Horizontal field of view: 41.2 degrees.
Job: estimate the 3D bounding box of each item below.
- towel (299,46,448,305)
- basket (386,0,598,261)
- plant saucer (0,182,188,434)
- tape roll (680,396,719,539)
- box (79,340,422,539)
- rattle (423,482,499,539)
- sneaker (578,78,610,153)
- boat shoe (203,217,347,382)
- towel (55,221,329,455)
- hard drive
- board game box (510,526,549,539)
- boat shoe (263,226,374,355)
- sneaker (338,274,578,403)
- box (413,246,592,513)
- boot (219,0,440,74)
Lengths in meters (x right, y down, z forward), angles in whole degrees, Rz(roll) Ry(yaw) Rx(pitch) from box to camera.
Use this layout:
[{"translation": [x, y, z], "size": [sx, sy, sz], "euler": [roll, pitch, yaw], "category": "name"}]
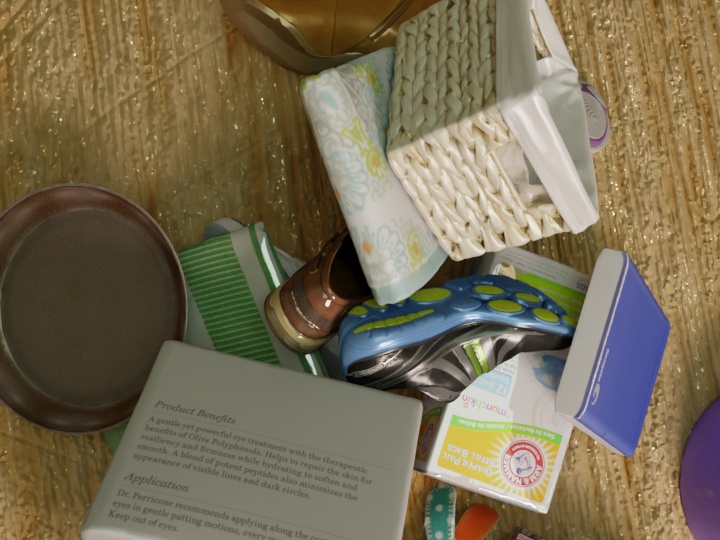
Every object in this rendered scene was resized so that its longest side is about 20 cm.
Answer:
[{"translation": [0.022, -0.083, 0.754], "size": [0.048, 0.200, 0.173], "euler": [-19, 101, 22], "category": "towel"}, {"translation": [0.100, -0.124, 0.745], "size": [0.122, 0.201, 0.136], "euler": [-20, 129, 22], "category": "basket"}, {"translation": [-0.228, 0.030, 0.780], "size": [0.198, 0.032, 0.203], "euler": [0, 91, 12], "category": "plant saucer"}, {"translation": [0.401, 0.198, 0.869], "size": [0.198, 0.085, 0.202], "euler": [1, 83, -10], "category": "tape roll"}, {"translation": [-0.075, 0.192, 0.692], "size": [0.197, 0.201, 0.172], "euler": [13, 43, 1], "category": "box"}, {"translation": [0.047, 0.270, 0.777], "size": [0.200, 0.143, 0.130], "euler": [-41, 75, -6], "category": "rattle"}, {"translation": [0.157, -0.104, 0.868], "size": [0.075, 0.099, 0.200], "euler": [49, 54, -13], "category": "sneaker"}, {"translation": [-0.053, 0.028, 0.827], "size": [0.200, 0.074, 0.065], "euler": [50, 48, 4], "category": "boat shoe"}, {"translation": [-0.140, 0.064, 0.789], "size": [0.199, 0.023, 0.154], "euler": [-24, 87, 13], "category": "towel"}, {"translation": [0.218, 0.077, 0.806], "size": [0.025, 0.200, 0.133], "euler": [14, 79, 30], "category": "hard drive"}, {"translation": [0.167, 0.346, 0.791], "size": [0.159, 0.097, 0.201], "euler": [33, 79, -16], "category": "board game box"}, {"translation": [0.000, 0.000, 0.781], "size": [0.072, 0.067, 0.200], "euler": [51, 34, -2], "category": "boat shoe"}, {"translation": [0.075, 0.056, 0.743], "size": [0.198, 0.071, 0.083], "euler": [-8, 123, -19], "category": "sneaker"}, {"translation": [0.124, 0.092, 0.825], "size": [0.112, 0.101, 0.202], "euler": [21, 81, -6], "category": "box"}, {"translation": [-0.012, -0.242, 0.864], "size": [0.200, 0.071, 0.145], "euler": [30, 74, -10], "category": "boot"}]
